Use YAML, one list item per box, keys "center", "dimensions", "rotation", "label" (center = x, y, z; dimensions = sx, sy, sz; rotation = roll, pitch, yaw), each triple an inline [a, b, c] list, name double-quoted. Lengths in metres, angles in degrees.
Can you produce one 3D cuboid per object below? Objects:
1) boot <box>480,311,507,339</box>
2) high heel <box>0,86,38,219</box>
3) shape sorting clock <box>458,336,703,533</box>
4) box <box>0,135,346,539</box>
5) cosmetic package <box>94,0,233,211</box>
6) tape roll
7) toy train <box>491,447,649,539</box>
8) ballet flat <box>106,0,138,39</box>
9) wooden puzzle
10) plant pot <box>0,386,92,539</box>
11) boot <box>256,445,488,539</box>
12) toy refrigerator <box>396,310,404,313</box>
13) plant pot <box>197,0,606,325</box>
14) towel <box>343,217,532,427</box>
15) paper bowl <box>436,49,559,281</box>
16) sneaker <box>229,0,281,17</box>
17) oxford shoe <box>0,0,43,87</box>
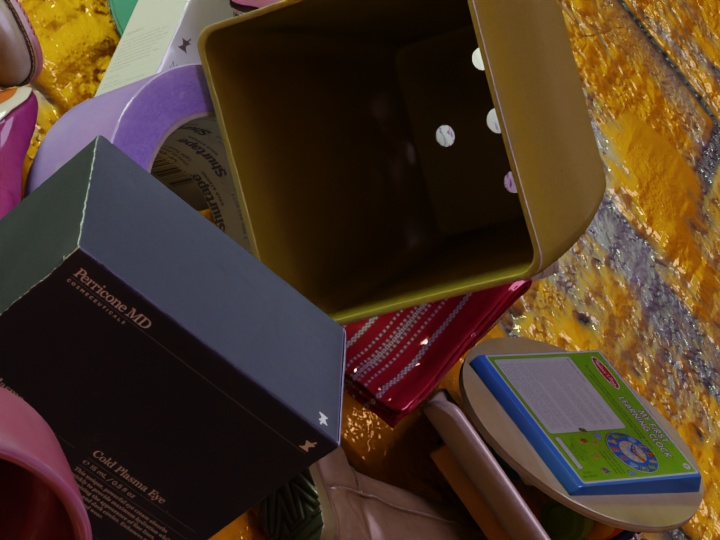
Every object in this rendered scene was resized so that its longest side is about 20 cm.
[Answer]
- center: [0.026, 0.001, 1.844]
  dimensions: [0.156, 0.073, 0.200]
  rotation: [55, 27, 0]
  label: "boot"
- center: [-0.232, -0.043, 1.540]
  dimensions: [0.200, 0.067, 0.097]
  rotation: [-63, 136, -60]
  label: "high heel"
- center: [0.158, 0.118, 1.799]
  dimensions: [0.199, 0.039, 0.201]
  rotation: [20, 31, -12]
  label: "shape sorting clock"
- center: [-0.139, 0.059, 1.420]
  dimensions: [0.200, 0.182, 0.105]
  rotation: [39, 32, -26]
  label: "box"
- center: [-0.099, -0.155, 1.732]
  dimensions: [0.113, 0.081, 0.201]
  rotation: [34, 65, -30]
  label: "cosmetic package"
- center: [-0.111, -0.025, 1.583]
  dimensions: [0.199, 0.085, 0.202]
  rotation: [15, 69, -44]
  label: "tape roll"
- center: [0.176, 0.185, 1.860]
  dimensions: [0.115, 0.084, 0.201]
  rotation: [-7, 65, -58]
  label: "toy train"
- center: [-0.158, -0.226, 1.821]
  dimensions: [0.072, 0.072, 0.201]
  rotation: [0, 60, -56]
  label: "ballet flat"
- center: [0.098, 0.168, 1.743]
  dimensions: [0.186, 0.037, 0.200]
  rotation: [56, 0, 3]
  label: "wooden puzzle"
- center: [-0.249, 0.096, 1.226]
  dimensions: [0.199, 0.200, 0.179]
  rotation: [27, 24, -40]
  label: "plant pot"
- center: [0.004, 0.149, 1.672]
  dimensions: [0.199, 0.066, 0.176]
  rotation: [25, 43, -46]
  label: "boot"
- center: [0.020, -0.040, 1.766]
  dimensions: [0.069, 0.076, 0.201]
  rotation: [-12, 60, -11]
  label: "toy refrigerator"
- center: [0.046, -0.087, 1.574]
  dimensions: [0.176, 0.199, 0.202]
  rotation: [-17, 92, -57]
  label: "plant pot"
- center: [0.000, 0.000, 1.686]
  dimensions: [0.200, 0.145, 0.023]
  rotation: [37, -19, 24]
  label: "towel"
- center: [0.099, -0.089, 1.797]
  dimensions: [0.201, 0.104, 0.202]
  rotation: [160, -90, -88]
  label: "paper bowl"
- center: [-0.016, -0.180, 1.719]
  dimensions: [0.199, 0.079, 0.096]
  rotation: [-20, 119, -39]
  label: "sneaker"
- center: [-0.289, -0.182, 1.589]
  dimensions: [0.200, 0.070, 0.075]
  rotation: [44, 44, -6]
  label: "oxford shoe"
